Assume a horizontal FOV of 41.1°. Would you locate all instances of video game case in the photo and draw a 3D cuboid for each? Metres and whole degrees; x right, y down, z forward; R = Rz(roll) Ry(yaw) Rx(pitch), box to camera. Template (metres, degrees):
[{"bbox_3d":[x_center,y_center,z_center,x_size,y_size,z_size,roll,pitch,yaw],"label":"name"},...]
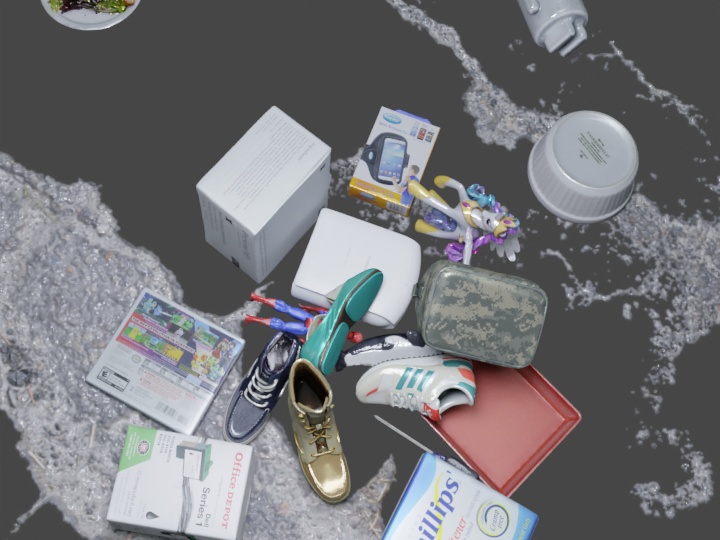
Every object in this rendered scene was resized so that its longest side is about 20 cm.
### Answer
[{"bbox_3d":[-0.315,0.149,1.567,0.197,0.023,0.184,26,68,8],"label":"video game case"}]

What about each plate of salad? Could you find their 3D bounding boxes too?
[{"bbox_3d":[-0.515,-0.548,1.833,0.196,0.048,0.204,2,68,-4],"label":"plate of salad"}]

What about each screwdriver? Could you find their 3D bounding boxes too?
[{"bbox_3d":[0.101,0.287,1.530,0.197,0.028,0.030,25,92,21],"label":"screwdriver"}]

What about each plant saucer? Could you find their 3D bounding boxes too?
[{"bbox_3d":[0.224,0.237,1.564,0.199,0.037,0.200,-40,75,-18],"label":"plant saucer"}]

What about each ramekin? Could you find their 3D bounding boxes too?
[{"bbox_3d":[0.407,-0.194,1.730,0.198,0.095,0.206,1,67,-3],"label":"ramekin"}]

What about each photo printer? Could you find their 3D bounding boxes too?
[{"bbox_3d":[0.000,0.000,1.628,0.197,0.070,0.169,20,67,4],"label":"photo printer"}]

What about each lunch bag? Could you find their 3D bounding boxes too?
[{"bbox_3d":[0.186,0.062,1.525,0.196,0.168,0.142,12,99,-6],"label":"lunch bag"}]

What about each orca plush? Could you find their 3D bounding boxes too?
[{"bbox_3d":[0.054,0.140,1.592,0.196,0.071,0.107,-11,112,2],"label":"orca plush"}]

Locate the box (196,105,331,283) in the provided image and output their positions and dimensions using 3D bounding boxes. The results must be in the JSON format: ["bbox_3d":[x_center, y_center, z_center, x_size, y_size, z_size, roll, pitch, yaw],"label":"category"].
[{"bbox_3d":[-0.156,-0.122,1.597,0.130,0.200,0.201,36,69,12],"label":"box"}]

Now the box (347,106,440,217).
[{"bbox_3d":[0.065,-0.208,1.739,0.117,0.042,0.203,20,69,4],"label":"box"}]

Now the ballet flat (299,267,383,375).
[{"bbox_3d":[-0.038,0.071,1.536,0.070,0.068,0.202,21,70,29],"label":"ballet flat"}]

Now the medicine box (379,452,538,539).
[{"bbox_3d":[0.137,0.410,1.447,0.198,0.103,0.184,28,67,7],"label":"medicine box"}]

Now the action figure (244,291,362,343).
[{"bbox_3d":[-0.091,0.088,1.596,0.196,0.052,0.067,16,72,-3],"label":"action figure"}]

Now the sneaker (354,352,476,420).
[{"bbox_3d":[0.089,0.192,1.516,0.196,0.071,0.094,-10,46,0],"label":"sneaker"}]

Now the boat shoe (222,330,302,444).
[{"bbox_3d":[-0.158,0.181,1.510,0.074,0.093,0.202,27,79,4],"label":"boat shoe"}]

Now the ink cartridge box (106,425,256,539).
[{"bbox_3d":[-0.266,0.329,1.459,0.196,0.085,0.149,9,67,0],"label":"ink cartridge box"}]

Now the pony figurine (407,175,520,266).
[{"bbox_3d":[0.182,-0.067,1.625,0.198,0.195,0.167,28,63,29],"label":"pony figurine"}]

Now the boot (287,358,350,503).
[{"bbox_3d":[-0.064,0.246,1.471,0.071,0.156,0.203,-14,68,-10],"label":"boot"}]

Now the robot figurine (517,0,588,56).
[{"bbox_3d":[0.367,-0.513,1.852,0.168,0.112,0.203,4,60,-46],"label":"robot figurine"}]
